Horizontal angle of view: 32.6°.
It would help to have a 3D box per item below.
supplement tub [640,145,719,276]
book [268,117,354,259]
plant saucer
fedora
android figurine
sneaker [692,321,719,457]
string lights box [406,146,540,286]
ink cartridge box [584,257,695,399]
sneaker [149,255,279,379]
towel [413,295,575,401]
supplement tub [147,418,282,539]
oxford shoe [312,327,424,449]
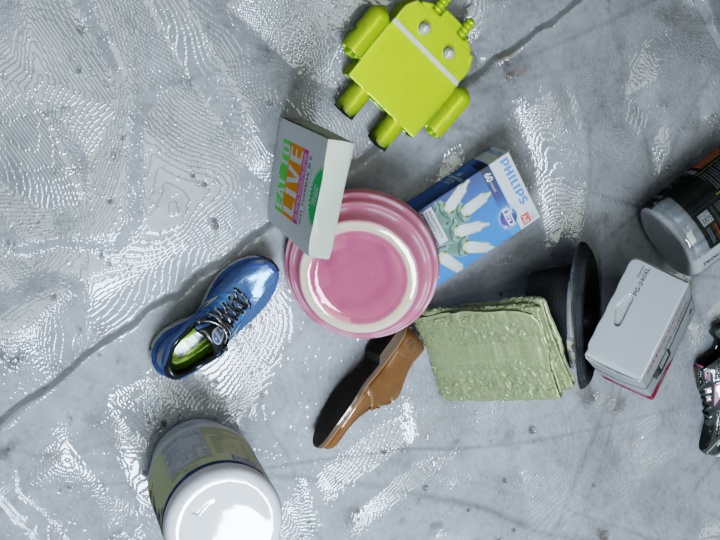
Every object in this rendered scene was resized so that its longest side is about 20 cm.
[{"bbox_3d":[0.493,-0.095,1.684,0.199,0.122,0.123,-36,111,-6],"label":"supplement tub"},{"bbox_3d":[-0.061,-0.101,1.460,0.047,0.200,0.136,8,100,-20],"label":"book"},{"bbox_3d":[0.000,0.000,1.544,0.197,0.051,0.203,3,115,6],"label":"plant saucer"},{"bbox_3d":[0.267,0.059,1.652,0.090,0.200,0.204,2,106,19],"label":"fedora"},{"bbox_3d":[0.062,-0.255,1.550,0.182,0.041,0.200,42,90,-22],"label":"android figurine"},{"bbox_3d":[0.518,0.166,1.791,0.085,0.080,0.203,14,91,-8],"label":"sneaker"},{"bbox_3d":[0.123,-0.063,1.605,0.199,0.059,0.104,-34,109,-8],"label":"string lights box"},{"bbox_3d":[0.377,0.081,1.640,0.083,0.200,0.147,26,87,21],"label":"ink cartridge box"},{"bbox_3d":[-0.172,0.066,1.524,0.200,0.089,0.079,-45,113,-3],"label":"sneaker"},{"bbox_3d":[0.174,0.105,1.615,0.037,0.198,0.150,-47,123,-52],"label":"towel"},{"bbox_3d":[-0.184,0.275,1.511,0.143,0.200,0.147,-4,104,-17],"label":"supplement tub"},{"bbox_3d":[0.014,0.162,1.619,0.071,0.071,0.201,40,87,-24],"label":"oxford shoe"}]
